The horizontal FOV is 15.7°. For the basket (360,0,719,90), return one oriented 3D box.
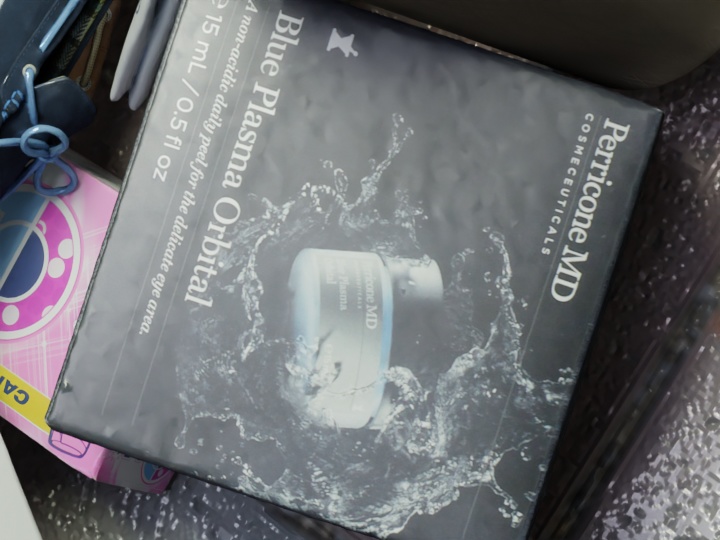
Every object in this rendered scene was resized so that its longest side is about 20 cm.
[{"bbox_3d":[0.061,-0.159,1.001,0.181,0.199,0.136,-53,43,12],"label":"basket"}]

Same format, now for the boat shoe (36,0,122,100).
[{"bbox_3d":[-0.115,-0.158,1.219,0.071,0.076,0.201,27,84,-6],"label":"boat shoe"}]

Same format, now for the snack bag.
[{"bbox_3d":[-0.060,-0.193,1.109,0.021,0.189,0.201,18,64,-6],"label":"snack bag"}]

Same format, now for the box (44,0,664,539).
[{"bbox_3d":[0.000,0.000,1.064,0.199,0.117,0.198,18,89,3],"label":"box"}]

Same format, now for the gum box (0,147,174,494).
[{"bbox_3d":[-0.151,0.002,1.202,0.199,0.066,0.114,31,94,28],"label":"gum box"}]

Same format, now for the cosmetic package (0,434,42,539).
[{"bbox_3d":[-0.259,0.135,1.139,0.200,0.166,0.167,-47,60,45],"label":"cosmetic package"}]

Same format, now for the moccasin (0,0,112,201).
[{"bbox_3d":[-0.145,-0.082,1.133,0.068,0.080,0.201,21,88,-1],"label":"moccasin"}]
